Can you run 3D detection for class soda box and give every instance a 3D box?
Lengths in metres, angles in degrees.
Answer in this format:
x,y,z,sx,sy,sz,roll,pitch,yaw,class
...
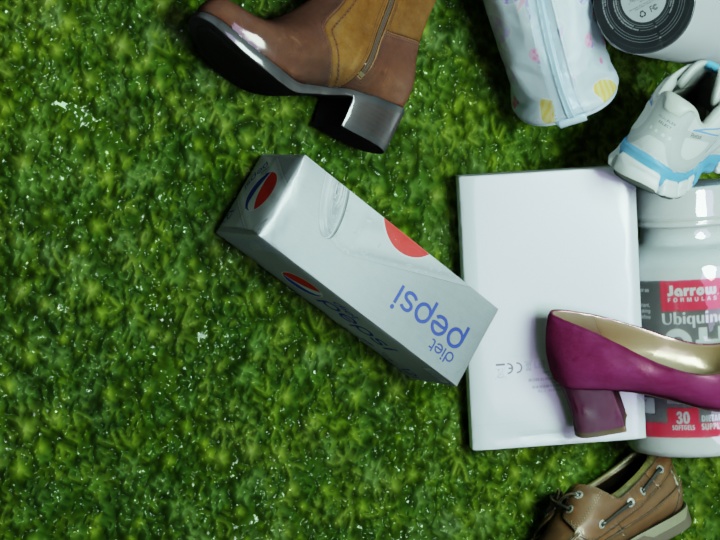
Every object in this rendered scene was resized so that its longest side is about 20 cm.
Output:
x,y,z,sx,sy,sz,roll,pitch,yaw,class
0.000,0.000,1.539,0.200,0.063,0.069,38,74,-28,soda box

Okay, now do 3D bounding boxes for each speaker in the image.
x,y,z,sx,sy,sz,roll,pitch,yaw,class
0.244,-0.191,1.617,0.199,0.081,0.082,-1,94,-61,speaker

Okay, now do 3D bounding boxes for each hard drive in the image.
x,y,z,sx,sy,sz,roll,pitch,yaw,class
0.140,0.027,1.619,0.131,0.025,0.202,-4,96,-4,hard drive

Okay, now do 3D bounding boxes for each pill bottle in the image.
x,y,z,sx,sy,sz,roll,pitch,yaw,class
0.251,0.034,1.667,0.110,0.110,0.202,-8,97,-30,pill bottle

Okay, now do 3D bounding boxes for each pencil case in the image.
x,y,z,sx,sy,sz,roll,pitch,yaw,class
0.126,-0.203,1.566,0.083,0.091,0.201,-22,121,-7,pencil case

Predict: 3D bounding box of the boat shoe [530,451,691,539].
x,y,z,sx,sy,sz,roll,pitch,yaw,class
0.163,0.192,1.654,0.199,0.072,0.069,-24,102,-38,boat shoe

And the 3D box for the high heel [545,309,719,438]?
x,y,z,sx,sy,sz,roll,pitch,yaw,class
0.234,0.053,1.576,0.198,0.067,0.097,-16,107,4,high heel

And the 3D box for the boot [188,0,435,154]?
x,y,z,sx,sy,sz,roll,pitch,yaw,class
-0.014,-0.207,1.514,0.187,0.068,0.202,26,79,-30,boot

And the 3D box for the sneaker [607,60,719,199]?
x,y,z,sx,sy,sz,roll,pitch,yaw,class
0.251,-0.118,1.625,0.087,0.075,0.200,-65,169,25,sneaker
